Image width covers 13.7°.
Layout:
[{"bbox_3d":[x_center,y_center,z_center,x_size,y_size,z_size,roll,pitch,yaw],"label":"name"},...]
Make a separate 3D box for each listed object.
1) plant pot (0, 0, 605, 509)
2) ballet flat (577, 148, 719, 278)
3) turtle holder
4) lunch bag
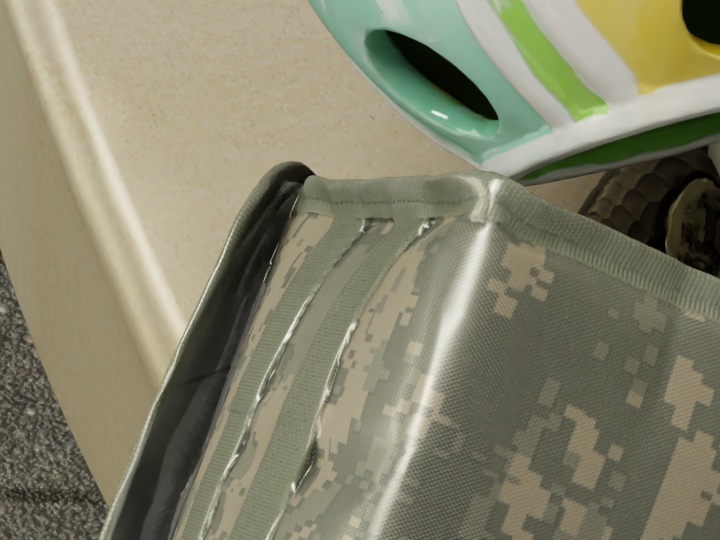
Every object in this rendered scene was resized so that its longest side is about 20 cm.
[{"bbox_3d":[0.000,0.000,0.882,0.200,0.199,0.178,98,161,-59],"label":"plant pot"},{"bbox_3d":[0.064,0.065,0.750,0.067,0.046,0.201,23,-99,-48],"label":"ballet flat"},{"bbox_3d":[0.057,-0.093,0.586,0.185,0.141,0.133,-17,84,45],"label":"turtle holder"},{"bbox_3d":[0.004,0.068,0.655,0.165,0.117,0.200,-68,18,-6],"label":"lunch bag"}]
